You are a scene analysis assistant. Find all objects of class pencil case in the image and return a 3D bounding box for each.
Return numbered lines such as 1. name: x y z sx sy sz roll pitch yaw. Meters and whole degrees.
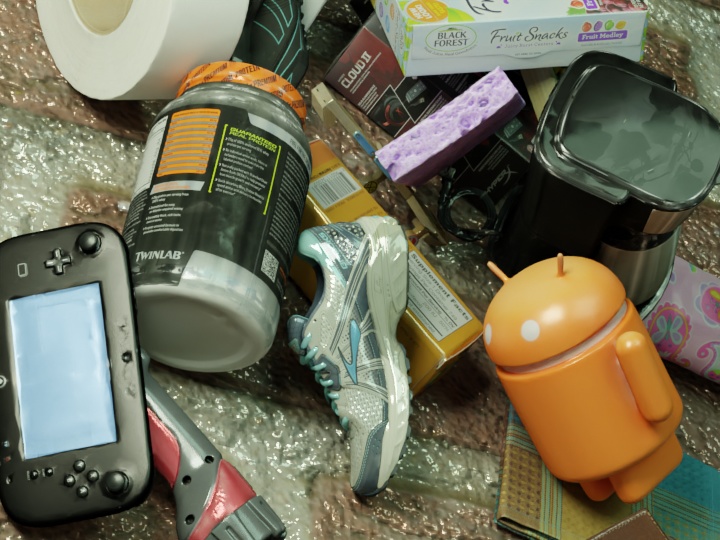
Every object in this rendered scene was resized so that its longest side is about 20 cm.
1. pencil case: 0.259 0.035 1.869 0.199 0.087 0.088 24 45 -19

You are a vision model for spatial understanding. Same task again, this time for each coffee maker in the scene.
1. coffee maker: 0.162 -0.060 1.716 0.191 0.200 0.136 3 62 -4

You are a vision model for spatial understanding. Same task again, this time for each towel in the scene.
1. towel: 0.194 0.174 1.749 0.199 0.022 0.147 25 44 -15

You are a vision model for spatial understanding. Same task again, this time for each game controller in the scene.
1. game controller: -0.193 0.067 1.491 0.104 0.042 0.201 -8 69 -3

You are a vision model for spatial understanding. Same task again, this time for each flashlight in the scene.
1. flashlight: -0.136 0.122 1.525 0.200 0.068 0.068 46 24 11

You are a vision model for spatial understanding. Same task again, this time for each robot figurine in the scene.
1. robot figurine: 0.162 0.075 1.686 0.201 0.116 0.144 62 8 -17

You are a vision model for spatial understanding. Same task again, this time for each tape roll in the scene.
1. tape roll: -0.164 -0.227 1.689 0.070 0.203 0.203 -4 58 -37

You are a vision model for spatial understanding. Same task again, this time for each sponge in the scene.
1. sponge: 0.072 -0.107 1.730 0.030 0.111 0.200 54 6 3

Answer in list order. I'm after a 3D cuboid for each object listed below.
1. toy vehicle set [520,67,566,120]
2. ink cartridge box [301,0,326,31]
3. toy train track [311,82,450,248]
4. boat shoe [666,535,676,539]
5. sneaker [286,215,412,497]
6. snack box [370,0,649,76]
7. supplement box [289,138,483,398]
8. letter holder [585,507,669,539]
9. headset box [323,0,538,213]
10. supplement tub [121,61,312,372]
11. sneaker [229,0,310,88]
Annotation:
1. toy vehicle set: 0.195 -0.116 1.902 0.124 0.026 0.201 -54 130 -47
2. ink cartridge box: -0.053 -0.311 1.818 0.145 0.200 0.145 33 20 -8
3. toy train track: 0.010 -0.073 1.755 0.200 0.032 0.115 48 8 -47
4. boat shoe: 0.264 0.287 1.677 0.073 0.074 0.201 -8 67 -57
5. sneaker: -0.013 0.062 1.633 0.086 0.078 0.202 0 83 -13
6. snack box: 0.115 -0.218 1.826 0.199 0.053 0.143 -5 38 -13
7. supplement box: 0.000 0.000 1.719 0.200 0.067 0.069 51 40 10
8. letter holder: 0.188 0.293 1.588 0.142 0.101 0.201 -20 69 -42
9. headset box: 0.074 -0.167 1.904 0.200 0.075 0.149 39 43 -2
10. supplement tub: -0.102 -0.040 1.613 0.122 0.122 0.201 24 57 -18
11. sneaker: -0.078 -0.190 1.760 0.079 0.201 0.075 8 11 -42
